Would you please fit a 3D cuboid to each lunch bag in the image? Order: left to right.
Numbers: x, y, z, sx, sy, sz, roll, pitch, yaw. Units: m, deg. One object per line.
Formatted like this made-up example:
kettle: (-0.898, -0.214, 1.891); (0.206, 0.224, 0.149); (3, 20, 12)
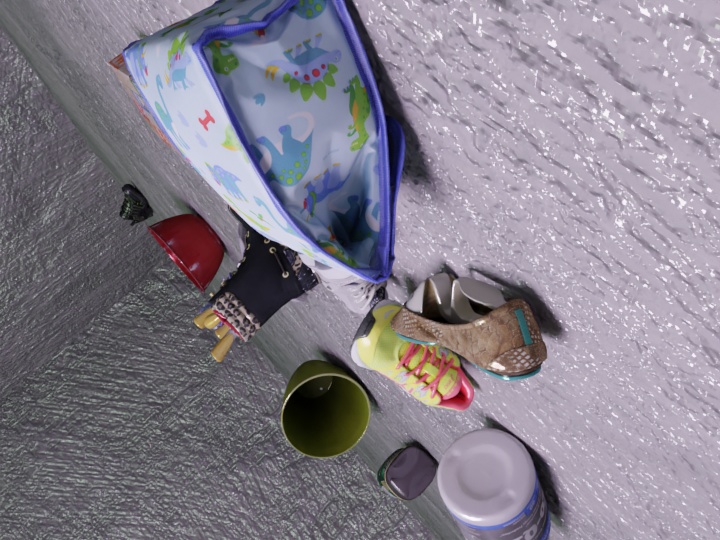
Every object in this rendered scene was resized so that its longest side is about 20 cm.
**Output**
lunch bag: (-0.059, -0.093, 0.486); (0.170, 0.127, 0.201); (25, 143, 56)

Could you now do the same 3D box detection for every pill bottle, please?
pill bottle: (0.171, 0.291, 0.817); (0.114, 0.114, 0.201); (34, 160, 43)

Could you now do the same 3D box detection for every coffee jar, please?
coffee jar: (0.094, 0.422, 1.388); (0.085, 0.104, 0.200); (43, 164, 8)

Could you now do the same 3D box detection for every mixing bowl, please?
mixing bowl: (-0.391, -0.058, 1.559); (0.200, 0.108, 0.200); (45, 164, 16)

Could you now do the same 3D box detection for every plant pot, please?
plant pot: (-0.088, 0.273, 1.447); (0.188, 0.187, 0.200); (53, 179, -18)

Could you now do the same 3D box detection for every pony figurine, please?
pony figurine: (-0.166, 0.029, 1.044); (0.167, 0.200, 0.193); (45, -178, -16)

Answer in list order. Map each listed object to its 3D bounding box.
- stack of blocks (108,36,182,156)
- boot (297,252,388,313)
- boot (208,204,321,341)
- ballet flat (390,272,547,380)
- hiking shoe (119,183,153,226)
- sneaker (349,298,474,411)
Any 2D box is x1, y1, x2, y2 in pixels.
stack of blocks: (-0.210, -0.189, 0.803); (0.200, 0.059, 0.115); (38, 162, 35)
boot: (0.000, 0.000, 0.687); (0.096, 0.074, 0.200); (45, 174, -15)
boot: (-0.159, -0.010, 0.923); (0.203, 0.154, 0.074); (40, 163, 28)
ballet flat: (0.083, 0.035, 0.559); (0.200, 0.070, 0.066); (11, 113, 63)
hiking shoe: (-0.795, -0.220, 2.318); (0.076, 0.101, 0.200); (41, 164, 21)
sneaker: (0.065, 0.096, 0.701); (0.090, 0.078, 0.200); (28, 173, 40)
